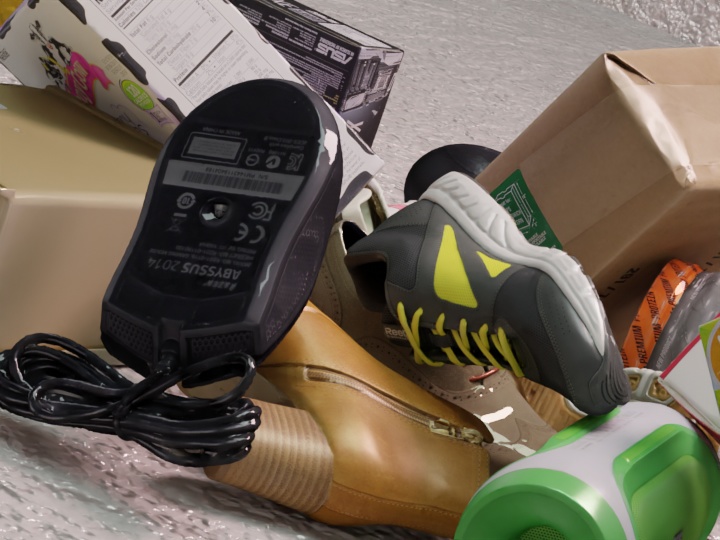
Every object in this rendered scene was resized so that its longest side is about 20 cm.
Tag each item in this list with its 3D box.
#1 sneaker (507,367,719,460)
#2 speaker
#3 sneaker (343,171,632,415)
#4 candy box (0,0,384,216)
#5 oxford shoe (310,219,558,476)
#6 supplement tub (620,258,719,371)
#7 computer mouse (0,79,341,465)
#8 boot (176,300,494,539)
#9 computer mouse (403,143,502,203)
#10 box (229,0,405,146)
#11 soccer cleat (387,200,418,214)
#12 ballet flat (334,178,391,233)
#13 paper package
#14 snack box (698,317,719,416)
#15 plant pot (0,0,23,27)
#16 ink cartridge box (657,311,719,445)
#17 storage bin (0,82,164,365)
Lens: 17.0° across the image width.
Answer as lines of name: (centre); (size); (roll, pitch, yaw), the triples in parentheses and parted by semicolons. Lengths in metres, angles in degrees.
sneaker: (0.119, 0.083, 1.309); (0.200, 0.076, 0.088); (25, -12, 41)
speaker: (0.109, 0.114, 1.109); (0.088, 0.089, 0.200); (24, 15, 18)
sneaker: (0.060, 0.025, 1.168); (0.085, 0.075, 0.200); (-29, 32, -11)
candy box: (-0.103, -0.095, 1.352); (0.200, 0.072, 0.168); (45, -18, -9)
oxford shoe: (0.042, 0.051, 1.243); (0.200, 0.075, 0.070); (36, 28, 18)
supplement tub: (0.251, 0.075, 1.372); (0.200, 0.123, 0.123); (23, 15, 17)
computer mouse: (-0.070, 0.002, 1.105); (0.138, 0.200, 0.053); (12, -28, 27)
boot: (-0.012, 0.056, 1.171); (0.144, 0.071, 0.201); (16, 31, -20)
computer mouse: (0.119, -0.028, 1.627); (0.200, 0.139, 0.053); (14, 30, 13)
box: (-0.085, -0.101, 1.512); (0.200, 0.158, 0.050); (27, 16, 30)
soccer cleat: (0.074, 0.004, 1.529); (0.200, 0.067, 0.076); (12, 21, -38)
ballet flat: (0.000, 0.000, 1.377); (0.069, 0.070, 0.200); (16, 24, -13)
paper package: (0.165, -0.039, 1.447); (0.190, 0.200, 0.104); (-6, 61, -45)
snack box: (0.247, 0.091, 1.033); (0.068, 0.200, 0.169); (8, -26, -43)
plant pot: (-0.237, -0.279, 1.937); (0.200, 0.200, 0.176); (12, 28, -28)
ink cartridge box: (0.272, 0.075, 1.211); (0.200, 0.145, 0.084); (43, 1, -28)
storage bin: (-0.191, -0.033, 1.247); (0.198, 0.094, 0.200); (28, 17, 33)
